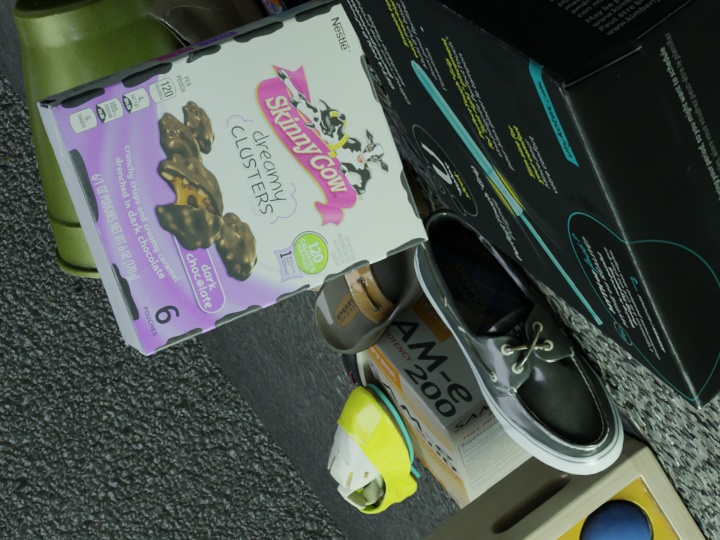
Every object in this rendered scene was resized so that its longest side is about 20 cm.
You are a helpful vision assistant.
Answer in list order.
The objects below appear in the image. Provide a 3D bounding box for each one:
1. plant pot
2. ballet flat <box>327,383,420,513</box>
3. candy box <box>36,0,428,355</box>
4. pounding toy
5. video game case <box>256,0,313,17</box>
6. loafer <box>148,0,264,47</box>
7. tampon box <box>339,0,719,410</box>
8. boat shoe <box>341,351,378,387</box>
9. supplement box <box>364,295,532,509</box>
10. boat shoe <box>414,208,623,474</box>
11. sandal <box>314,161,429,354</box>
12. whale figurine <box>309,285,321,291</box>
[{"bbox_3d":[-0.160,-0.126,1.619,0.200,0.200,0.193,34,146,65],"label":"plant pot"},{"bbox_3d":[0.007,0.153,1.792,0.067,0.067,0.200,49,171,21],"label":"ballet flat"},{"bbox_3d":[-0.080,-0.063,1.410,0.168,0.200,0.072,70,167,-11],"label":"candy box"},{"bbox_3d":[0.143,0.237,1.457,0.184,0.200,0.142,57,170,-16],"label":"pounding toy"},{"bbox_3d":[-0.080,-0.205,1.536,0.181,0.025,0.200,60,168,-29],"label":"video game case"},{"bbox_3d":[-0.082,-0.129,1.530,0.200,0.067,0.076,59,169,-25],"label":"loafer"},{"bbox_3d":[0.096,-0.078,0.811,0.200,0.126,0.150,43,164,54],"label":"tampon box"},{"bbox_3d":[0.011,0.062,1.806,0.063,0.074,0.201,29,172,19],"label":"boat shoe"},{"bbox_3d":[0.071,0.103,1.723,0.126,0.074,0.200,49,169,31],"label":"supplement box"},{"bbox_3d":[0.096,0.044,1.423,0.200,0.069,0.057,53,170,23],"label":"boat shoe"},{"bbox_3d":[0.000,0.000,1.585,0.082,0.055,0.200,62,147,17],"label":"sandal"},{"bbox_3d":[-0.040,-0.039,1.754,0.200,0.104,0.159,17,177,42],"label":"whale figurine"}]
